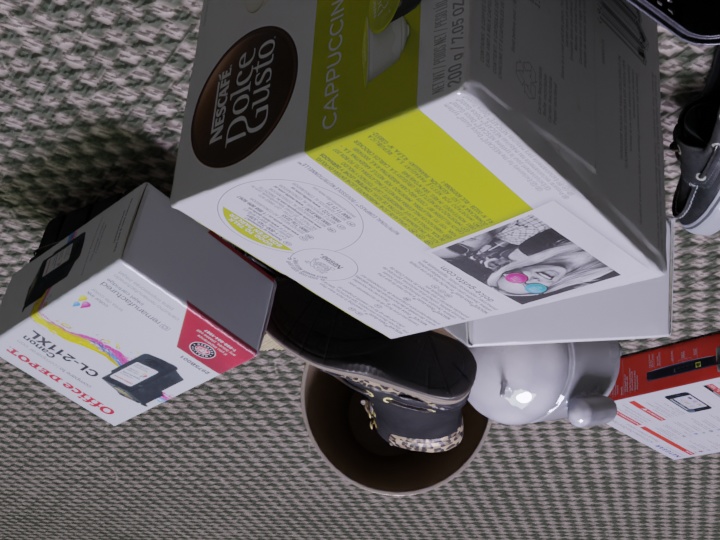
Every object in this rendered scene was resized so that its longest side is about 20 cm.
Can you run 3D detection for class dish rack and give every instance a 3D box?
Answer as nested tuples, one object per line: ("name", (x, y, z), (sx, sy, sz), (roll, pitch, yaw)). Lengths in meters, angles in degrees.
("dish rack", (-0.178, -0.005, 1.053), (0.152, 0.055, 0.199), (-14, 148, 35))

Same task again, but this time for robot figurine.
("robot figurine", (0.160, 0.079, 1.052), (0.199, 0.169, 0.114), (1, 124, -51))

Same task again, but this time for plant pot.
("plant pot", (0.032, 0.138, 1.185), (0.184, 0.190, 0.200), (6, 167, -1))

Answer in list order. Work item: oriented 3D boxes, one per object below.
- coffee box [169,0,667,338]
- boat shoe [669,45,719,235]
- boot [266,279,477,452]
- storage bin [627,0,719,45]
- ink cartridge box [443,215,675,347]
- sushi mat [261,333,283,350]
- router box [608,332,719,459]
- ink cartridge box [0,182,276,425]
("coffee box", (0.038, -0.104, 0.652), (0.196, 0.202, 0.199), (-16, 147, 37))
("boat shoe", (0.243, -0.097, 0.787), (0.056, 0.069, 0.201), (9, 147, 0))
("boot", (0.009, 0.088, 1.016), (0.197, 0.074, 0.151), (17, 154, 15))
("storage bin", (0.155, -0.210, 0.542), (0.198, 0.095, 0.135), (23, 148, -33))
("ink cartridge box", (0.122, -0.004, 0.839), (0.143, 0.085, 0.200), (-2, -173, -8))
("sushi mat", (-0.093, 0.067, 1.124), (0.094, 0.012, 0.200), (-8, 172, -18))
("router box", (0.363, 0.140, 1.242), (0.178, 0.050, 0.199), (-19, 144, 40))
("ink cartridge box", (-0.191, 0.036, 0.957), (0.199, 0.084, 0.145), (-28, 128, 37))
